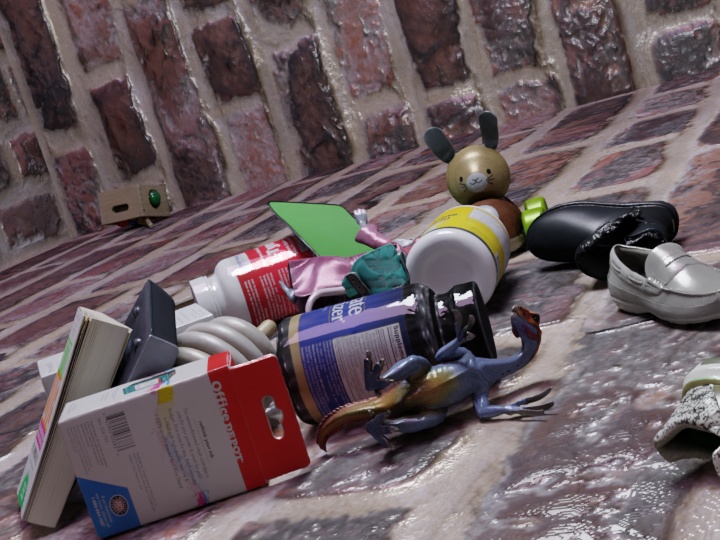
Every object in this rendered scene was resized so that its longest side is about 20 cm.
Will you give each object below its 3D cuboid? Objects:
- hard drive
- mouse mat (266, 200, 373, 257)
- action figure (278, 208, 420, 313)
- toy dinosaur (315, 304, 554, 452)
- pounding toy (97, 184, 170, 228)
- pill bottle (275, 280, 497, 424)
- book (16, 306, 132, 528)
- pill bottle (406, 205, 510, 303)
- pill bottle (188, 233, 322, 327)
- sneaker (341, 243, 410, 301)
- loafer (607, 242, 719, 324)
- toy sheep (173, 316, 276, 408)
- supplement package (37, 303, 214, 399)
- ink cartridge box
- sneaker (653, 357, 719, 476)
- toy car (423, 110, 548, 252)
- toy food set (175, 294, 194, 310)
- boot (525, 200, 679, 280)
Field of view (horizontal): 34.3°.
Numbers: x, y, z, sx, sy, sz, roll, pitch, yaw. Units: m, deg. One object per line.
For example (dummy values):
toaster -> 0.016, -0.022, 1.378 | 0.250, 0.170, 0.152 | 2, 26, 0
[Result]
hard drive -> -0.235, 0.122, 1.157 | 0.042, 0.200, 0.135 | 23, 19, -20
mouse mat -> -0.027, -0.042, 1.672 | 0.161, 0.008, 0.200 | 0, 35, -46
action figure -> 0.000, 0.000, 1.499 | 0.200, 0.134, 0.149 | -25, 9, -7
toy dinosaur -> 0.077, 0.088, 1.060 | 0.181, 0.105, 0.200 | -15, 1, -42
pounding toy -> -0.687, -0.186, 3.611 | 0.200, 0.142, 0.184 | -10, -1, 23
pill bottle -> 0.027, 0.077, 1.146 | 0.200, 0.112, 0.112 | -16, 11, 11
book -> -0.290, 0.140, 1.158 | 0.048, 0.200, 0.134 | 19, -4, -19
pill bottle -> 0.128, -0.019, 1.464 | 0.112, 0.112, 0.200 | -14, 11, 18
pill bottle -> -0.139, 0.022, 1.680 | 0.200, 0.112, 0.112 | -20, 11, -12
sneaker -> 0.043, 0.032, 1.320 | 0.084, 0.121, 0.200 | -23, 12, -28
loafer -> 0.307, 0.009, 1.155 | 0.070, 0.070, 0.200 | -21, 11, -21
toy sheep -> -0.150, 0.113, 1.206 | 0.138, 0.138, 0.200 | -9, 32, 39
supplement package -> -0.256, 0.127, 1.342 | 0.200, 0.110, 0.114 | -21, 11, -16
ink cartridge box -> -0.157, 0.149, 1.058 | 0.200, 0.116, 0.067 | -17, 10, -4
sneaker -> 0.270, 0.110, 0.751 | 0.089, 0.077, 0.200 | -37, 13, -25
toy car -> 0.170, -0.122, 1.681 | 0.164, 0.200, 0.158 | -15, 11, 13
toy food set -> -0.246, 0.067, 1.810 | 0.200, 0.060, 0.143 | -21, 0, -27
boot -> 0.279, -0.036, 1.407 | 0.200, 0.076, 0.168 | -6, 11, 24
